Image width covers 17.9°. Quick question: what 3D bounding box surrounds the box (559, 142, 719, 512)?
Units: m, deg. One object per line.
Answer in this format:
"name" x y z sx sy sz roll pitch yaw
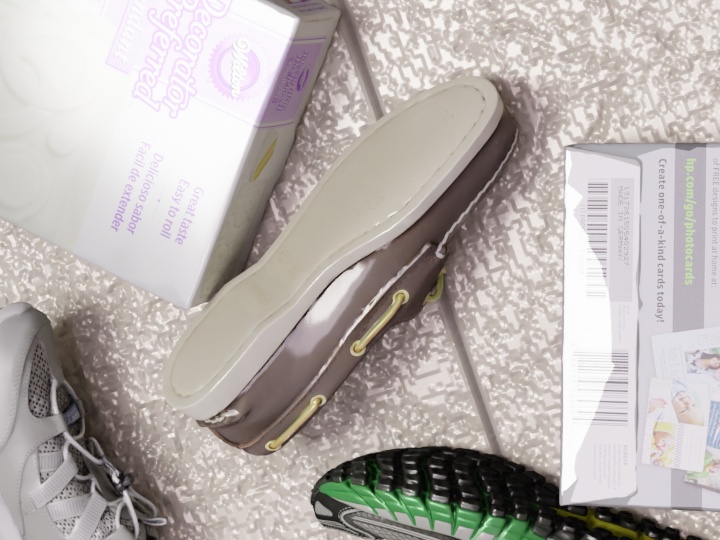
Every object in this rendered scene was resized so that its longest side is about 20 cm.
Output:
"box" 0.184 0.024 0.953 0.200 0.041 0.156 0 91 20

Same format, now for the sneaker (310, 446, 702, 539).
"sneaker" 0.066 0.137 1.000 0.200 0.078 0.085 22 105 15

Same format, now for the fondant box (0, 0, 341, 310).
"fondant box" -0.128 -0.091 1.048 0.200 0.058 0.144 25 105 13

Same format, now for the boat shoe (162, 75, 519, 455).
"boat shoe" 0.000 0.000 1.014 0.200 0.072 0.060 -46 122 7

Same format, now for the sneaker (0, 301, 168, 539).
"sneaker" -0.129 0.107 1.076 0.082 0.075 0.200 -8 106 14
